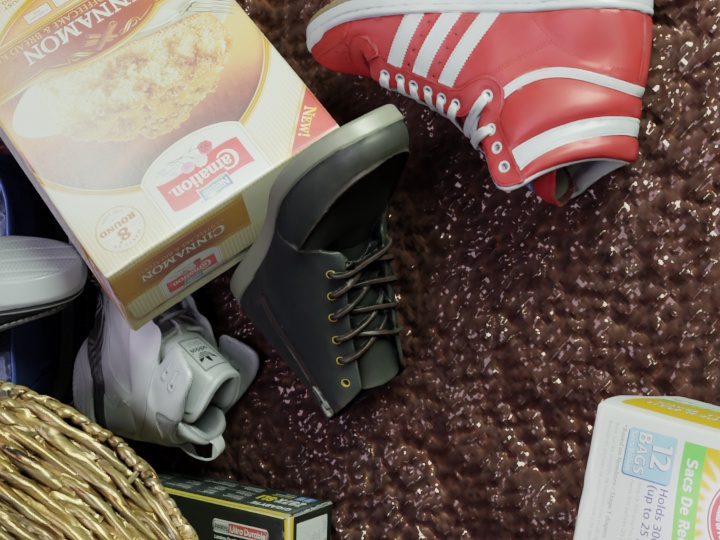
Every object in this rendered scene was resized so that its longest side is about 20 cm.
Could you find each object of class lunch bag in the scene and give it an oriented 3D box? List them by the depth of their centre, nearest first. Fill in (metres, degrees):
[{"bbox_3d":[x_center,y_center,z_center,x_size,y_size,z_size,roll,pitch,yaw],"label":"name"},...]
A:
[{"bbox_3d":[-0.265,0.004,0.883,0.135,0.132,0.202,0,92,13],"label":"lunch bag"}]

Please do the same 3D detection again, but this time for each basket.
[{"bbox_3d":[-0.190,0.165,0.780,0.199,0.143,0.149,37,159,6],"label":"basket"}]

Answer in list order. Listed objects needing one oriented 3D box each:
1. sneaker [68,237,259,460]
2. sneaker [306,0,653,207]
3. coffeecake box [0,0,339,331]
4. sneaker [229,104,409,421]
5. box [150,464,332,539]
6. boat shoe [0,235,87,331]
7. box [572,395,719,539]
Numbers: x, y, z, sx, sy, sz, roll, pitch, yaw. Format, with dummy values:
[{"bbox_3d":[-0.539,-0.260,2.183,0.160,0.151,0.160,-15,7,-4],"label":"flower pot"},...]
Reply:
[{"bbox_3d":[-0.120,0.021,0.814,0.114,0.075,0.202,15,107,35],"label":"sneaker"},{"bbox_3d":[0.054,-0.089,0.671,0.199,0.071,0.114,0,90,35],"label":"sneaker"},{"bbox_3d":[-0.126,-0.093,0.759,0.153,0.073,0.200,-34,66,-12],"label":"coffeecake box"},{"bbox_3d":[0.000,0.000,0.701,0.107,0.074,0.200,55,150,14],"label":"sneaker"},{"bbox_3d":[-0.107,0.214,0.830,0.199,0.049,0.161,5,98,37],"label":"box"},{"bbox_3d":[-0.253,0.029,0.786,0.198,0.072,0.071,-9,113,11],"label":"boat shoe"},{"bbox_3d":[0.156,0.165,0.575,0.112,0.101,0.202,11,92,37],"label":"box"}]
